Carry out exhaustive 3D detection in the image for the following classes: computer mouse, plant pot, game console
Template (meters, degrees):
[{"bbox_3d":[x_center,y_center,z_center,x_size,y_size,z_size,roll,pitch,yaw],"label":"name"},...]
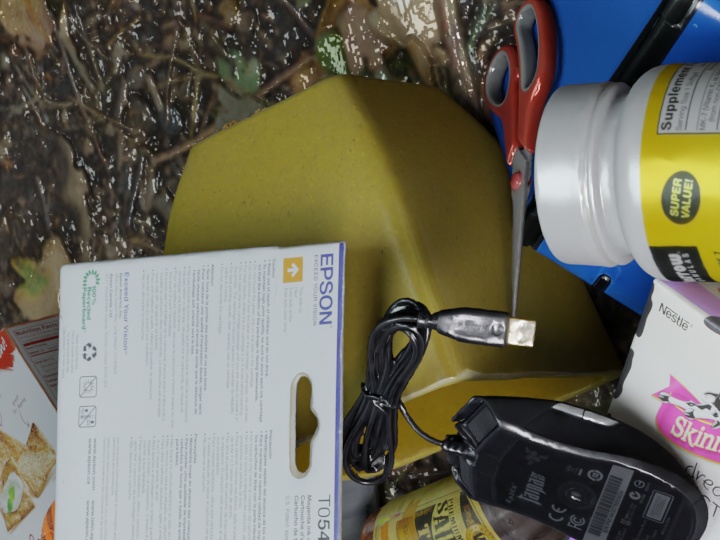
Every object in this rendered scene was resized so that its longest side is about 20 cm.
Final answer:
[{"bbox_3d":[0.092,0.073,1.506,0.200,0.046,0.141,15,133,7],"label":"computer mouse"},{"bbox_3d":[0.000,0.000,1.668,0.194,0.195,0.200,-24,77,31],"label":"plant pot"},{"bbox_3d":[0.170,-0.096,1.612,0.171,0.118,0.200,31,128,-1],"label":"game console"}]

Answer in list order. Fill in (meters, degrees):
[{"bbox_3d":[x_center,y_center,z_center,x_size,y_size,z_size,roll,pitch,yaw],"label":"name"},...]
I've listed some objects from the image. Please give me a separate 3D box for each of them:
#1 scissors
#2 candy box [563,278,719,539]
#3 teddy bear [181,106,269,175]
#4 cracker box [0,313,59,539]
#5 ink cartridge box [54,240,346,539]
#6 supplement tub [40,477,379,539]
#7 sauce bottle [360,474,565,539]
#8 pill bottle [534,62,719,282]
[{"bbox_3d":[0.092,-0.064,1.617,0.073,0.014,0.200,-50,31,45],"label":"scissors"},{"bbox_3d":[0.206,0.121,1.540,0.168,0.071,0.200,37,125,34],"label":"candy box"},{"bbox_3d":[-0.048,-0.004,1.824,0.145,0.067,0.200,-14,91,44],"label":"teddy bear"},{"bbox_3d":[-0.209,0.150,2.036,0.200,0.058,0.134,55,133,21],"label":"cracker box"},{"bbox_3d":[-0.080,0.089,1.581,0.200,0.043,0.197,-4,81,33],"label":"ink cartridge box"},{"bbox_3d":[-0.094,0.161,1.818,0.122,0.200,0.123,15,112,43],"label":"supplement tub"},{"bbox_3d":[0.081,0.143,1.731,0.200,0.066,0.066,-31,78,47],"label":"sauce bottle"},{"bbox_3d":[0.198,-0.050,1.484,0.200,0.114,0.115,0,101,25],"label":"pill bottle"}]
